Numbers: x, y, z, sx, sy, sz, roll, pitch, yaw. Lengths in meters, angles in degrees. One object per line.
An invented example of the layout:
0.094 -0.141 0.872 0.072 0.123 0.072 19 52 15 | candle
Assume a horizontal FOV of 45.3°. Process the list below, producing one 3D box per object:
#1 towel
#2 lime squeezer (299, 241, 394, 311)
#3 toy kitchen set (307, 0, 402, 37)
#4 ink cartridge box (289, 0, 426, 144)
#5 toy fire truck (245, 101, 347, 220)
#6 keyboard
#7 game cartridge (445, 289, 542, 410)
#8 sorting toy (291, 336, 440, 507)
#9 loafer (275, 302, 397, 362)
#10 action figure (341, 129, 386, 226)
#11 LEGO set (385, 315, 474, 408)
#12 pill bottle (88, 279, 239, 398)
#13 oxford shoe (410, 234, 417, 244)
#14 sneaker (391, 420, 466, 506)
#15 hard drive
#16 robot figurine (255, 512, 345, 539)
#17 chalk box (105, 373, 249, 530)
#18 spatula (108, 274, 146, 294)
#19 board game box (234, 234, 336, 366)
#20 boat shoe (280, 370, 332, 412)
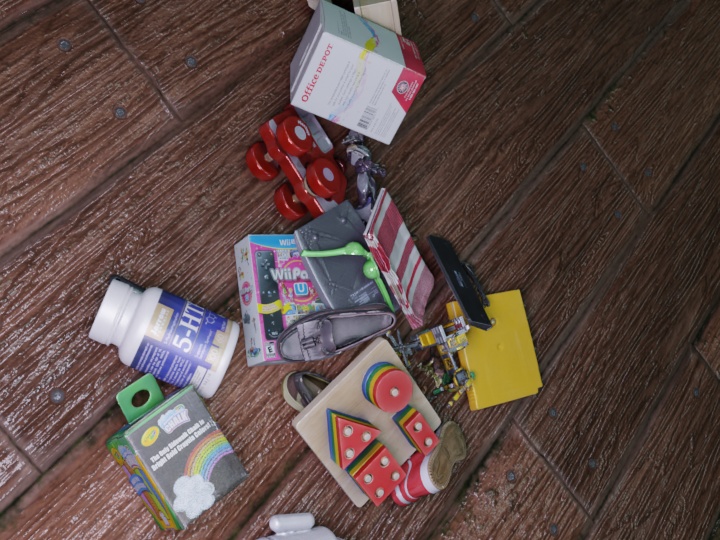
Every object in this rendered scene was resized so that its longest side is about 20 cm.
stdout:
0.070 -0.022 1.461 0.202 0.022 0.145 60 29 -27 | towel
0.000 0.000 1.390 0.198 0.037 0.072 36 63 -21 | lime squeezer
-0.007 -0.458 1.641 0.159 0.183 0.202 -10 39 4 | toy kitchen set
-0.011 -0.347 1.505 0.196 0.147 0.146 19 35 -21 | ink cartridge box
-0.089 -0.190 1.488 0.202 0.111 0.168 55 38 -7 | toy fire truck
0.189 0.024 1.590 0.126 0.021 0.203 15 43 -47 | keyboard
0.255 0.147 1.634 0.173 0.032 0.205 -7 82 -33 | game cartridge
0.026 0.251 1.373 0.199 0.069 0.200 -42 117 -14 | sorting toy
-0.036 0.094 1.346 0.196 0.063 0.074 -16 94 -13 | loafer
0.010 -0.163 1.532 0.130 0.068 0.205 4 75 -68 | action figure
0.126 0.165 1.495 0.196 0.115 0.157 -10 81 -32 | LEGO set
-0.287 0.095 1.262 0.197 0.120 0.122 25 64 -14 | pill bottle
0.021 -0.016 1.527 0.197 0.071 0.073 -23 107 -29 | oxford shoe
0.110 0.331 1.478 0.072 0.111 0.200 57 27 -1 | sneaker
-0.023 0.002 1.423 0.134 0.042 0.203 -32 96 -33 | hard drive
-0.099 0.447 1.279 0.196 0.112 0.174 -2 83 -31 | robot figurine
-0.274 0.248 1.229 0.124 0.123 0.202 -33 93 -32 | chalk box
-0.297 0.059 1.330 0.198 0.020 0.057 32 66 -19 | spatula
-0.120 0.047 1.416 0.145 0.064 0.205 -2 77 -32 | board game box
-0.039 0.229 1.409 0.198 0.064 0.074 32 61 -20 | boat shoe
